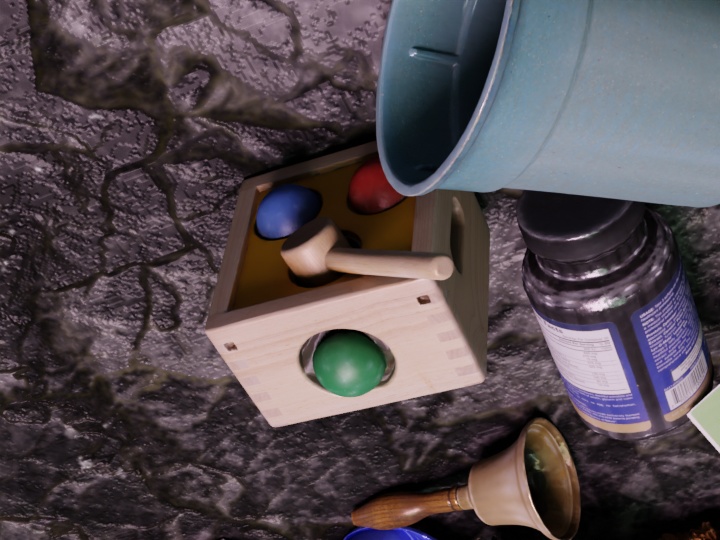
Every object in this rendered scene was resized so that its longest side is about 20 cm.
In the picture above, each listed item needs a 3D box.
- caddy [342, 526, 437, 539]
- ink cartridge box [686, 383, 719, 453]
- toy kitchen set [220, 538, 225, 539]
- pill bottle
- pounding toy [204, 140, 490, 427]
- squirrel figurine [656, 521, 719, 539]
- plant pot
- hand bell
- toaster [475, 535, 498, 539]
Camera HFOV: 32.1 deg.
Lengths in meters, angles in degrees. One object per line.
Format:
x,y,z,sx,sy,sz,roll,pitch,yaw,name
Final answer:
0.024,0.322,1.167,0.141,0.105,0.200,29,128,5,caddy
0.345,0.069,0.947,0.200,0.048,0.146,-41,121,7,ink cartridge box
-0.162,0.366,1.174,0.163,0.200,0.181,-34,136,-26,toy kitchen set
0.182,0.021,0.905,0.112,0.112,0.200,-17,128,13,pill bottle
0.000,0.000,0.818,0.184,0.200,0.142,-15,129,19,pounding toy
0.352,0.261,1.096,0.200,0.142,0.187,-23,120,15,squirrel figurine
0.134,-0.127,0.742,0.196,0.200,0.200,9,130,-19,plant pot
0.078,0.200,1.086,0.200,0.104,0.104,-18,129,29,hand bell
0.185,0.331,1.064,0.200,0.119,0.181,15,157,34,toaster
